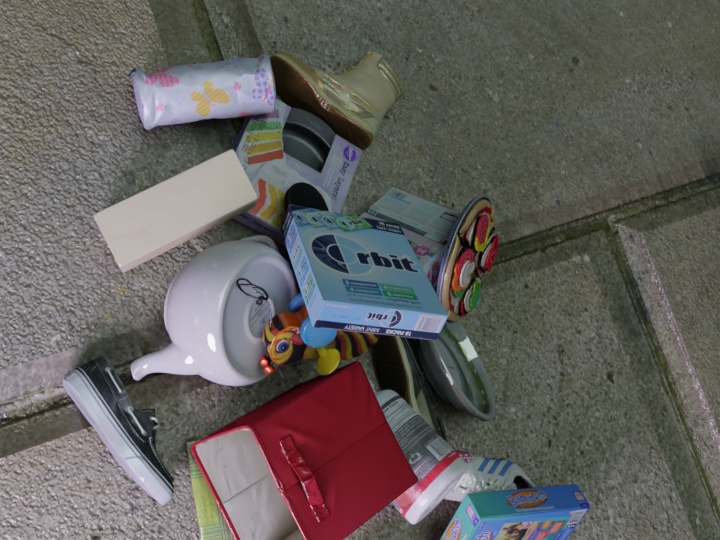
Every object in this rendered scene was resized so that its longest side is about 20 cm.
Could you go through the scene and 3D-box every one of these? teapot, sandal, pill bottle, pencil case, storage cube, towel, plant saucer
[{"bbox_3d":[-0.183,0.047,1.077,0.199,0.145,0.200,5,92,-58],"label":"teapot"},{"bbox_3d":[-0.079,-0.037,1.146,0.075,0.045,0.202,18,52,-35],"label":"sandal"},{"bbox_3d":[0.040,0.235,1.130,0.110,0.111,0.200,-35,67,-31],"label":"pill bottle"},{"bbox_3d":[-0.216,-0.250,1.149,0.198,0.091,0.084,-9,118,-12],"label":"pencil case"},{"bbox_3d":[-0.072,0.239,1.025,0.179,0.200,0.172,-26,88,-38],"label":"storage cube"},{"bbox_3d":[-0.130,0.276,1.105,0.198,0.023,0.145,-7,80,-29],"label":"towel"},{"bbox_3d":[0.133,0.139,1.238,0.200,0.050,0.201,50,22,-28],"label":"plant saucer"}]

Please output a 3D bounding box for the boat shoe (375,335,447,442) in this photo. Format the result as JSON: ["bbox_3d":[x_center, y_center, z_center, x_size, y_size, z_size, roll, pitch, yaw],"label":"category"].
[{"bbox_3d":[0.077,0.183,1.223,0.064,0.073,0.202,-16,93,-36],"label":"boat shoe"}]

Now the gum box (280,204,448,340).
[{"bbox_3d":[0.000,0.000,1.054,0.168,0.045,0.201,8,34,-24],"label":"gum box"}]

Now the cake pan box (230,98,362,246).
[{"bbox_3d":[-0.106,-0.141,1.225,0.183,0.052,0.201,30,63,-20],"label":"cake pan box"}]

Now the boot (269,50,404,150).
[{"bbox_3d":[-0.035,-0.300,1.298,0.199,0.073,0.156,35,55,-4],"label":"boot"}]

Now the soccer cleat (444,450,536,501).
[{"bbox_3d":[0.177,0.309,1.206,0.199,0.086,0.070,9,104,-35],"label":"soccer cleat"}]

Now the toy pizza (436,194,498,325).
[{"bbox_3d":[0.166,-0.013,1.226,0.031,0.201,0.201,18,59,23],"label":"toy pizza"}]

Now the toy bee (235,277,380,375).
[{"bbox_3d":[-0.079,0.080,1.038,0.199,0.131,0.109,23,110,-11],"label":"toy bee"}]

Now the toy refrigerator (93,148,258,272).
[{"bbox_3d":[-0.242,-0.078,1.093,0.199,0.070,0.076,-29,90,-14],"label":"toy refrigerator"}]

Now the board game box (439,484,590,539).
[{"bbox_3d":[0.213,0.380,1.192,0.198,0.153,0.045,4,36,-28],"label":"board game box"}]

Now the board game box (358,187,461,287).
[{"bbox_3d":[0.052,-0.028,1.214,0.147,0.065,0.200,24,46,28],"label":"board game box"}]

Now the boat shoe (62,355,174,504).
[{"bbox_3d":[-0.281,0.192,1.016,0.071,0.072,0.201,-36,92,-27],"label":"boat shoe"}]
